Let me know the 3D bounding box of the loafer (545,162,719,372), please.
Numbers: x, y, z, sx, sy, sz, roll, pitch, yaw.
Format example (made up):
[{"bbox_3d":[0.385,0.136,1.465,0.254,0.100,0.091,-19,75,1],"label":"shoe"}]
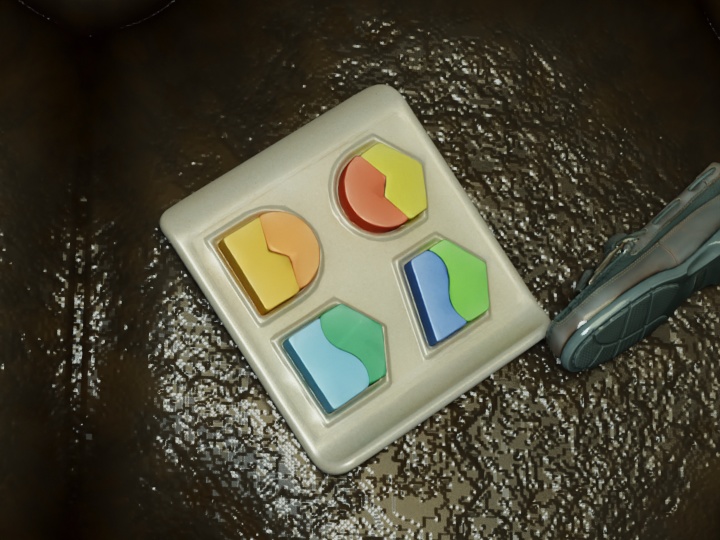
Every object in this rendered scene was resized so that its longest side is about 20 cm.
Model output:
[{"bbox_3d":[0.187,-0.004,1.330,0.200,0.072,0.063,-31,63,-27],"label":"loafer"}]

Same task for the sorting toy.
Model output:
[{"bbox_3d":[0.000,0.000,1.289,0.185,0.036,0.200,-33,83,-20],"label":"sorting toy"}]
